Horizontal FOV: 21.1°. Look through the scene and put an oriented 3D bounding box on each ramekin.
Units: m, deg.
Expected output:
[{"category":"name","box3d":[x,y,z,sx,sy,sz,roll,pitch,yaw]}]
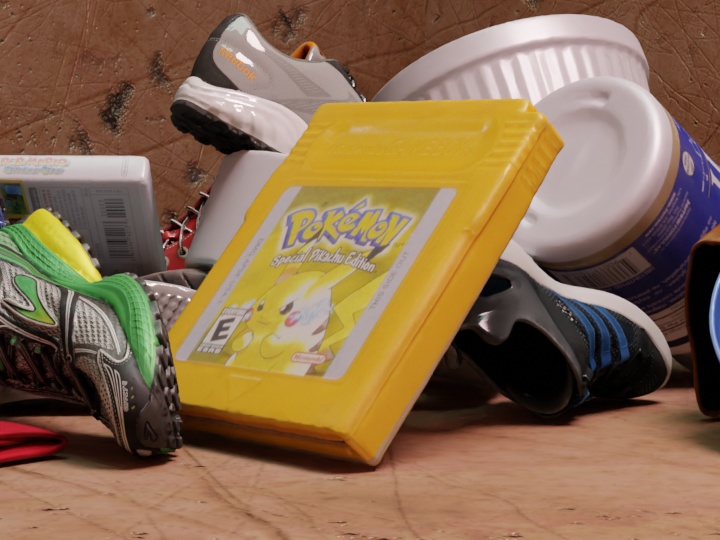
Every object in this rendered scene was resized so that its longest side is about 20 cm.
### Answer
[{"category":"ramekin","box3d":[0.107,-0.072,1.290,0.199,0.106,0.200,-13,-23,-6]}]

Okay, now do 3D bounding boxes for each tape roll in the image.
[{"category":"tape roll","box3d":[0.000,0.000,1.133,0.201,0.071,0.202,20,-9,3]}]

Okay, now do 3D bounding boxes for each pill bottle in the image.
[{"category":"pill bottle","box3d":[0.178,-0.018,1.175,0.119,0.120,0.200,3,-25,42]}]

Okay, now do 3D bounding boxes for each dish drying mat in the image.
[{"category":"dish drying mat","box3d":[-0.235,0.073,0.917,0.199,0.018,0.077,3,4,38]}]

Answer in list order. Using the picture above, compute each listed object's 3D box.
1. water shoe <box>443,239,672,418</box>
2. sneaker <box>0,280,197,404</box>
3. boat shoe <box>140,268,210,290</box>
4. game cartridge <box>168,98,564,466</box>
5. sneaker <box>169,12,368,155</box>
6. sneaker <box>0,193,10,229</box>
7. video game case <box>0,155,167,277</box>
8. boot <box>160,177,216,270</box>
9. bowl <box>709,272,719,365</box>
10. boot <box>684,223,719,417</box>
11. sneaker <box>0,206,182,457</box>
[{"category":"water shoe","box3d":[0.100,0.048,1.035,0.071,0.079,0.200,-32,-40,31]},{"category":"sneaker","box3d":[-0.160,0.038,1.060,0.199,0.074,0.082,1,6,-9]},{"category":"boat shoe","box3d":[-0.108,0.035,1.131,0.199,0.076,0.072,4,3,30]},{"category":"game cartridge","box3d":[-0.009,-0.003,0.948,0.176,0.201,0.032,3,-34,49]},{"category":"sneaker","box3d":[-0.013,-0.084,1.141,0.200,0.080,0.074,27,-13,-30]},{"category":"sneaker","box3d":[-0.248,0.000,1.072,0.078,0.200,0.075,-8,51,-34]},{"category":"video game case","box3d":[-0.209,-0.002,1.178,0.181,0.023,0.200,0,-35,1]},{"category":"boot","box3d":[-0.104,-0.033,1.250,0.143,0.201,0.073,5,29,-18]},{"category":"bowl","box3d":[0.265,0.011,0.914,0.200,0.039,0.201,-22,33,15]},{"category":"boot","box3d":[0.242,0.024,1.091,0.068,0.189,0.200,14,36,25]},{"category":"sneaker","box3d":[-0.148,0.039,0.926,0.085,0.078,0.200,-21,31,-27]}]
